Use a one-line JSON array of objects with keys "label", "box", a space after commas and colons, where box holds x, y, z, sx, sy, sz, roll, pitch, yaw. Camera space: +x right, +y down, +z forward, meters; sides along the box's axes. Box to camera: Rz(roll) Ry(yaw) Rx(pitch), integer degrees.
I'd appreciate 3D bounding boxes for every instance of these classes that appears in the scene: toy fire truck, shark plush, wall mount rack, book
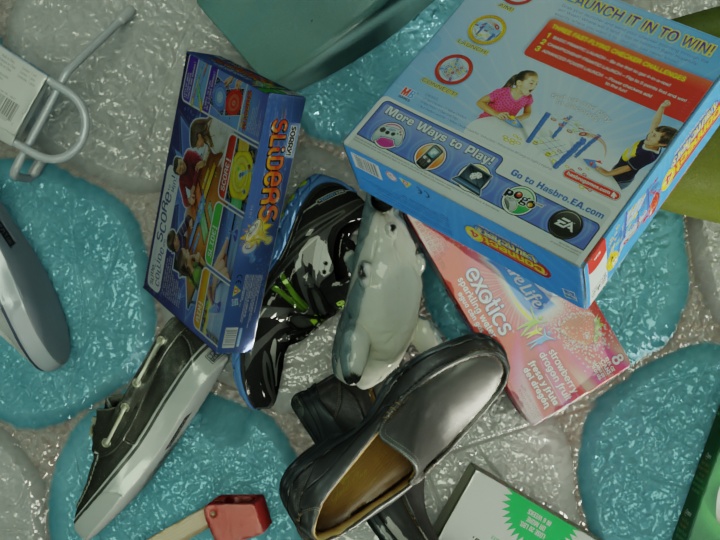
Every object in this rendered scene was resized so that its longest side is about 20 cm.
[{"label": "toy fire truck", "box": [-0.162, 0.274, 0.943, 0.198, 0.049, 0.143, -15, 88, 4]}, {"label": "shark plush", "box": [0.000, 0.000, 0.866, 0.090, 0.083, 0.202, -19, 113, -24]}, {"label": "wall mount rack", "box": [-0.289, -0.180, 0.949, 0.199, 0.075, 0.175, 32, 94, 3]}, {"label": "book", "box": [0.099, 0.280, 0.935, 0.133, 0.048, 0.201, 29, 90, -3]}]

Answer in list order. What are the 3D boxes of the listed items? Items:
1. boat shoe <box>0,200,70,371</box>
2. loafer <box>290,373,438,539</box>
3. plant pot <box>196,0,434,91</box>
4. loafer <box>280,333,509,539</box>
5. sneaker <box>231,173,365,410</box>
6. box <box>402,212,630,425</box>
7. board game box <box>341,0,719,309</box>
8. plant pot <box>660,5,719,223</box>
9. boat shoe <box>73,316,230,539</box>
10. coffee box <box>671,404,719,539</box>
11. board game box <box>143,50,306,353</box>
[{"label": "boat shoe", "box": [-0.320, 0.003, 0.936, 0.085, 0.075, 0.203, -25, 105, 11]}, {"label": "loafer", "box": [0.024, 0.162, 0.906, 0.072, 0.073, 0.201, -35, 72, -3]}, {"label": "plant pot", "box": [-0.022, -0.243, 0.902, 0.200, 0.141, 0.142, -42, 87, 9]}, {"label": "loafer", "box": [0.032, 0.127, 0.822, 0.200, 0.072, 0.073, -42, 109, 1]}, {"label": "sneaker", "box": [-0.047, 0.022, 0.930, 0.082, 0.071, 0.202, 23, 87, 9]}, {"label": "box", "box": [0.120, 0.011, 0.907, 0.095, 0.100, 0.201, -31, 87, 2]}, {"label": "board game box", "box": [0.124, -0.103, 0.782, 0.199, 0.056, 0.196, 30, 70, 29]}, {"label": "plant pot", "box": [0.257, -0.121, 0.877, 0.197, 0.187, 0.190, 3, 89, 17]}, {"label": "boat shoe", "box": [-0.184, 0.129, 0.931, 0.063, 0.071, 0.201, 36, 99, 6]}, {"label": "coffee box", "box": [0.328, 0.199, 0.921, 0.122, 0.044, 0.202, 18, 91, 3]}, {"label": "board game box", "box": [-0.111, -0.055, 0.885, 0.034, 0.135, 0.202, 1, 111, -37]}]
